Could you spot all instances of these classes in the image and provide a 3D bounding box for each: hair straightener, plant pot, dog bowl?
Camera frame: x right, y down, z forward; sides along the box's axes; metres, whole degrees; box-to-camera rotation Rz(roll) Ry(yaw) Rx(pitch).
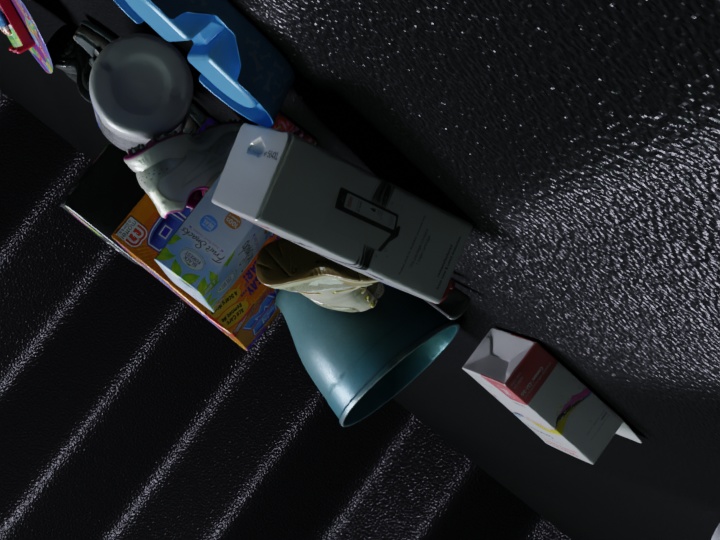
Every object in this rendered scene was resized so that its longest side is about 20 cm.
[{"bbox_3d":[0.065,0.014,1.355,0.077,0.041,0.200,44,170,-36],"label":"hair straightener"},{"bbox_3d":[-0.004,0.067,1.485,0.188,0.200,0.200,50,175,14],"label":"plant pot"},{"bbox_3d":[-0.137,-0.207,0.981,0.200,0.050,0.111,41,171,-25],"label":"dog bowl"}]

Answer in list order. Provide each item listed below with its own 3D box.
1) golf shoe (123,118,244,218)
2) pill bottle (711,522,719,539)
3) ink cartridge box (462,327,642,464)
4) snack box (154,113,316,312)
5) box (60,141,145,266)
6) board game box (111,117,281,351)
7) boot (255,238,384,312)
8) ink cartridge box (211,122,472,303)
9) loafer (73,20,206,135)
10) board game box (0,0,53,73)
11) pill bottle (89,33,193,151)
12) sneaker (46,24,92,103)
[{"bbox_3d":[-0.179,-0.113,1.264,0.075,0.200,0.092,-21,93,35],"label":"golf shoe"},{"bbox_3d":[0.444,0.309,1.106,0.200,0.112,0.111,28,167,50],"label":"pill bottle"},{"bbox_3d":[0.230,0.161,1.358,0.200,0.068,0.116,41,171,-19],"label":"ink cartridge box"},{"bbox_3d":[-0.130,-0.060,1.228,0.068,0.200,0.169,37,172,3],"label":"snack box"},{"bbox_3d":[-0.320,-0.128,1.667,0.148,0.200,0.124,40,172,-15],"label":"box"},{"bbox_3d":[-0.175,-0.041,1.513,0.199,0.200,0.200,38,172,7],"label":"board game box"},{"bbox_3d":[0.000,0.000,1.308,0.199,0.073,0.155,-8,162,24],"label":"boot"},{"bbox_3d":[-0.021,-0.053,1.049,0.199,0.085,0.146,24,179,-25],"label":"ink cartridge box"},{"bbox_3d":[-0.289,-0.233,1.437,0.200,0.063,0.072,39,172,-6],"label":"loafer"},{"bbox_3d":[-0.483,-0.343,1.519,0.200,0.039,0.158,51,163,17],"label":"board game box"},{"bbox_3d":[-0.252,-0.196,1.310,0.114,0.114,0.200,39,171,-7],"label":"pill bottle"},{"bbox_3d":[-0.350,-0.265,1.544,0.200,0.076,0.091,43,-177,38],"label":"sneaker"}]
